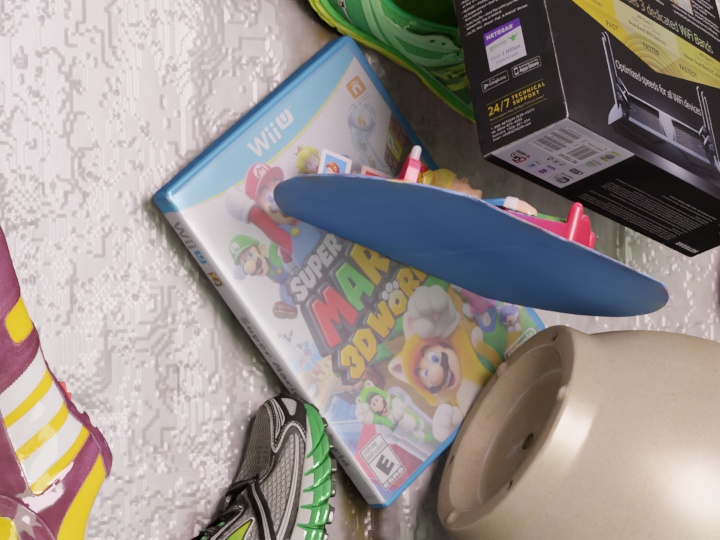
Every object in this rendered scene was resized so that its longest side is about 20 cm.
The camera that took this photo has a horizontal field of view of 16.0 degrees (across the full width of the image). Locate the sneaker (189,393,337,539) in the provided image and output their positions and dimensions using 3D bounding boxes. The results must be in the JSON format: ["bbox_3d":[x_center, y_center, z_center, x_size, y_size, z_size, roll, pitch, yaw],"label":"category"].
[{"bbox_3d":[-0.067,0.148,1.245,0.085,0.078,0.200,22,66,-5],"label":"sneaker"}]

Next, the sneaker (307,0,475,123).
[{"bbox_3d":[0.062,-0.124,1.328,0.200,0.084,0.074,23,76,-27],"label":"sneaker"}]

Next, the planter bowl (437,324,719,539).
[{"bbox_3d":[0.124,0.111,1.291,0.135,0.200,0.201,31,73,-16],"label":"planter bowl"}]

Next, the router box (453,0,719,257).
[{"bbox_3d":[0.122,-0.108,1.280,0.200,0.052,0.158,22,52,-50],"label":"router box"}]

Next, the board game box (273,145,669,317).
[{"bbox_3d":[0.059,-0.028,1.252,0.200,0.158,0.039,22,76,-29],"label":"board game box"}]

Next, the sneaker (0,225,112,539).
[{"bbox_3d":[-0.164,0.066,1.205,0.090,0.075,0.201,-4,95,-37],"label":"sneaker"}]

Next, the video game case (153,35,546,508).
[{"bbox_3d":[0.000,0.000,1.317,0.143,0.018,0.200,-43,107,-29],"label":"video game case"}]
